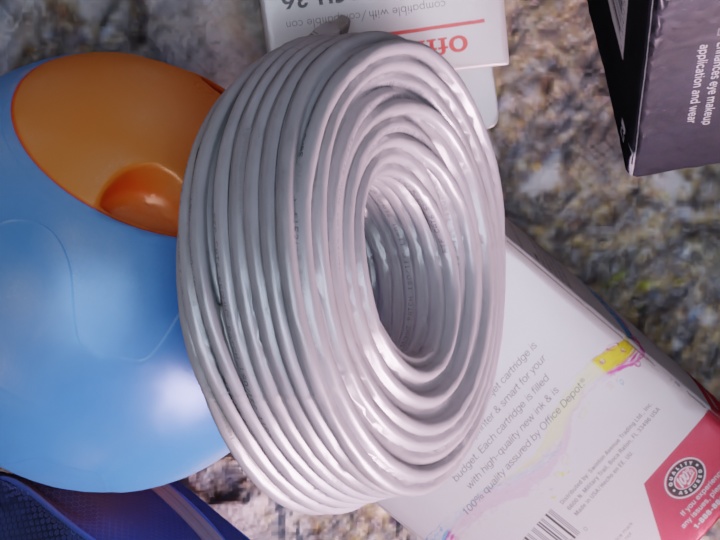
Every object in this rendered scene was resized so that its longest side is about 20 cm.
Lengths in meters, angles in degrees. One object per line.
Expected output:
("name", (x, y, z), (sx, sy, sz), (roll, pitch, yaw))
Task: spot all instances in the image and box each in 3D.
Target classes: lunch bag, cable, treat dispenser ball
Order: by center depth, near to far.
("cable", (0.000, 0.000, 0.756), (0.069, 0.200, 0.201), (-6, 106, 29))
("treat dispenser ball", (-0.117, 0.001, 0.823), (0.200, 0.201, 0.202), (-1, 106, -2))
("lunch bag", (-0.144, 0.199, 0.908), (0.136, 0.132, 0.201), (36, 106, 23))

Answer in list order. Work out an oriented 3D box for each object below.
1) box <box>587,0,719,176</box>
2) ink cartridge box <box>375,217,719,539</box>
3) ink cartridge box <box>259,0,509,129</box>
("box", (0.208, -0.151, 0.787), (0.199, 0.197, 0.118), (-9, 63, 0))
("ink cartridge box", (0.083, 0.077, 0.914), (0.200, 0.086, 0.148), (41, 100, -10))
("ink cartridge box", (0.007, -0.153, 0.853), (0.116, 0.068, 0.201), (-8, 106, -1))
